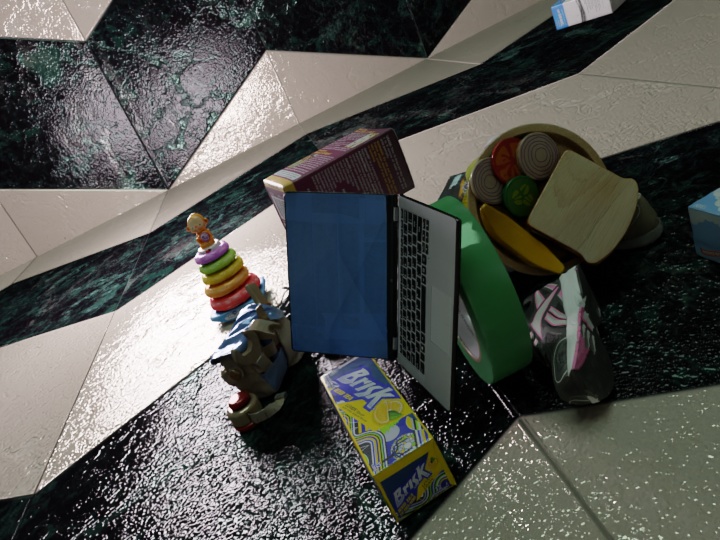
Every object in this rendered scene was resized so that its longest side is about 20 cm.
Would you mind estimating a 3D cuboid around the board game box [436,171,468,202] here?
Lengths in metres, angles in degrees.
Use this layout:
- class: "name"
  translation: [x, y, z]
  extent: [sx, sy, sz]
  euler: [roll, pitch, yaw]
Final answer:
- class: "board game box"
  translation: [0.190, -0.123, 1.010]
  extent: [0.133, 0.029, 0.201]
  euler: [-13, 25, 30]

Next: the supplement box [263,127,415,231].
- class: "supplement box"
  translation: [-0.036, -0.137, 0.967]
  extent: [0.197, 0.105, 0.131]
  euler: [-30, 21, -13]

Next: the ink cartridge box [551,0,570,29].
- class: "ink cartridge box"
  translation: [0.762, -0.892, 2.042]
  extent: [0.197, 0.086, 0.146]
  euler: [1, 35, 46]

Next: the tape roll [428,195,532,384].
- class: "tape roll"
  translation: [0.116, 0.021, 0.668]
  extent: [0.047, 0.204, 0.201]
  euler: [-25, 23, -4]

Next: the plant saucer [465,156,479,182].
- class: "plant saucer"
  translation: [0.261, -0.143, 0.945]
  extent: [0.195, 0.032, 0.202]
  euler: [7, 36, -5]

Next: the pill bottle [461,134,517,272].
- class: "pill bottle"
  translation: [0.182, -0.069, 0.823]
  extent: [0.104, 0.103, 0.204]
  euler: [17, 82, 58]

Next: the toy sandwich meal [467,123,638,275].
- class: "toy sandwich meal"
  translation: [0.227, -0.085, 0.736]
  extent: [0.202, 0.209, 0.070]
  euler: [-26, -4, -2]

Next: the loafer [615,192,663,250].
- class: "loafer"
  translation: [0.295, -0.063, 0.823]
  extent: [0.197, 0.071, 0.076]
  euler: [-11, 27, 33]

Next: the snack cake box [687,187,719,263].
- class: "snack cake box"
  translation: [0.454, -0.042, 0.619]
  extent: [0.113, 0.068, 0.200]
  euler: [-28, 23, -7]

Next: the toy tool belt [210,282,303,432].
- class: "toy tool belt"
  translation: [-0.160, 0.113, 0.865]
  extent: [0.122, 0.125, 0.201]
  euler: [-17, 25, 20]

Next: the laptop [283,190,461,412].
- class: "laptop"
  translation: [0.005, 0.025, 0.629]
  extent: [0.113, 0.192, 0.200]
  euler: [-8, 19, -20]

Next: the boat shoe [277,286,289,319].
- class: "boat shoe"
  translation: [-0.097, 0.040, 1.030]
  extent: [0.200, 0.063, 0.074]
  euler: [-42, 29, -28]

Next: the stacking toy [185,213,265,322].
- class: "stacking toy"
  translation: [-0.266, -0.016, 1.145]
  extent: [0.114, 0.203, 0.110]
  euler: [-22, 23, 4]

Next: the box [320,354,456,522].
- class: "box"
  translation: [0.021, 0.164, 0.648]
  extent: [0.069, 0.065, 0.200]
  euler: [-29, 23, -8]

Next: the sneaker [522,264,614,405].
- class: "sneaker"
  translation: [0.208, 0.075, 0.644]
  extent: [0.085, 0.081, 0.200]
  euler: [-27, 12, 27]
